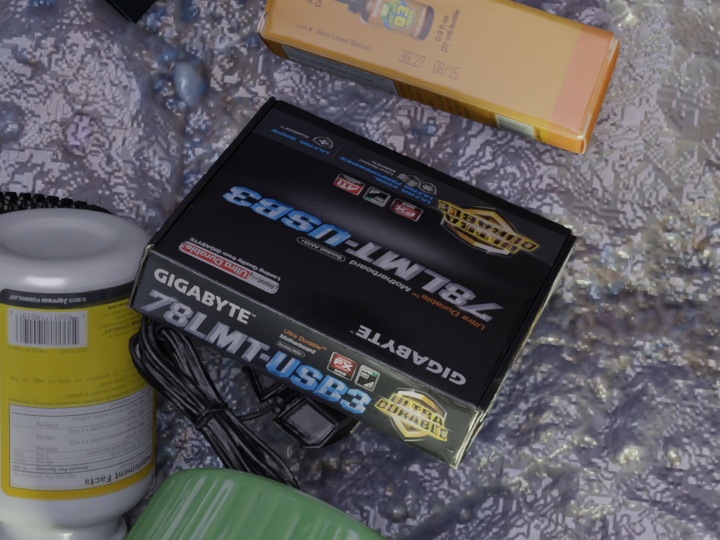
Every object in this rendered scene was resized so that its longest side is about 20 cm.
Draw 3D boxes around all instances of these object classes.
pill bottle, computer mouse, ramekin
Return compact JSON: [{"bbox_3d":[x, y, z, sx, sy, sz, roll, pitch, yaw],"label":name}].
[{"bbox_3d":[-0.170,0.074,1.397,0.112,0.112,0.201,5,110,6],"label":"pill bottle"},{"bbox_3d":[-0.049,0.043,1.396,0.140,0.200,0.046,48,133,1],"label":"computer mouse"},{"bbox_3d":[-0.046,0.190,1.314,0.200,0.200,0.098,26,66,7],"label":"ramekin"}]

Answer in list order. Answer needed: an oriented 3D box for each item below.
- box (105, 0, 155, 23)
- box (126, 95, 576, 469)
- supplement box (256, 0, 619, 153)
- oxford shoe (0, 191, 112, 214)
[{"bbox_3d":[-0.162,-0.270,1.451,0.200,0.107,0.148,43,90,8],"label":"box"},{"bbox_3d":[0.000,0.000,1.373,0.200,0.199,0.050,25,123,7],"label":"box"},{"bbox_3d":[0.045,-0.131,1.440,0.199,0.069,0.067,19,86,5],"label":"supplement box"},{"bbox_3d":[-0.236,0.002,1.462,0.199,0.073,0.085,-9,107,3],"label":"oxford shoe"}]
